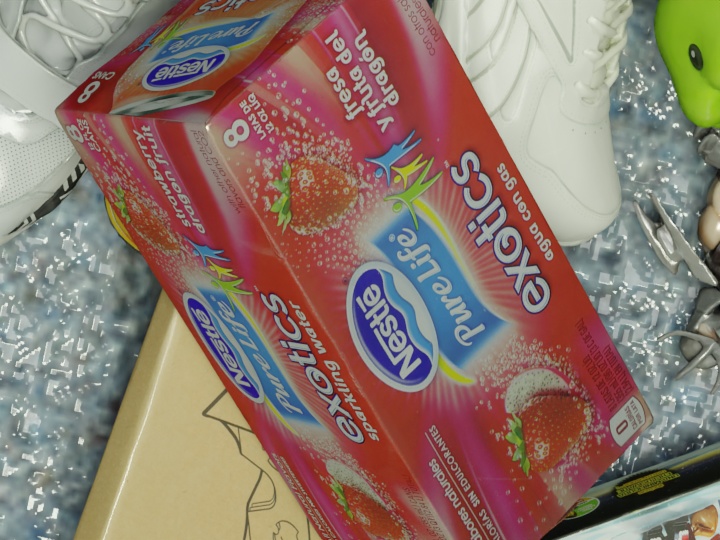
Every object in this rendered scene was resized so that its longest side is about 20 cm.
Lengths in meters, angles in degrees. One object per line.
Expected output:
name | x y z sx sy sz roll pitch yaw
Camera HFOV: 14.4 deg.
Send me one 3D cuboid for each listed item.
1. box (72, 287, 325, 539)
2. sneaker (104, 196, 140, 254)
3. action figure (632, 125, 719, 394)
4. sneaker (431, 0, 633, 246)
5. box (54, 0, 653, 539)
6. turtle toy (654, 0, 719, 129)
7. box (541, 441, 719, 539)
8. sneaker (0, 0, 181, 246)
box | -0.020 0.072 1.033 0.163 0.021 0.201 23 85 -37
sneaker | -0.026 -0.091 1.047 0.070 0.090 0.201 32 85 -2
action figure | 0.191 -0.028 1.075 0.200 0.069 0.130 -41 100 -1
sneaker | 0.072 -0.105 1.034 0.099 0.078 0.201 -9 109 26
box | 0.000 0.000 0.959 0.095 0.099 0.200 -42 118 -24
turtle toy | 0.160 -0.137 0.989 0.100 0.146 0.201 8 71 8
box | 0.114 0.144 1.053 0.199 0.040 0.138 -20 107 -6
sneaker | -0.107 -0.096 1.028 0.075 0.115 0.200 34 85 -1
